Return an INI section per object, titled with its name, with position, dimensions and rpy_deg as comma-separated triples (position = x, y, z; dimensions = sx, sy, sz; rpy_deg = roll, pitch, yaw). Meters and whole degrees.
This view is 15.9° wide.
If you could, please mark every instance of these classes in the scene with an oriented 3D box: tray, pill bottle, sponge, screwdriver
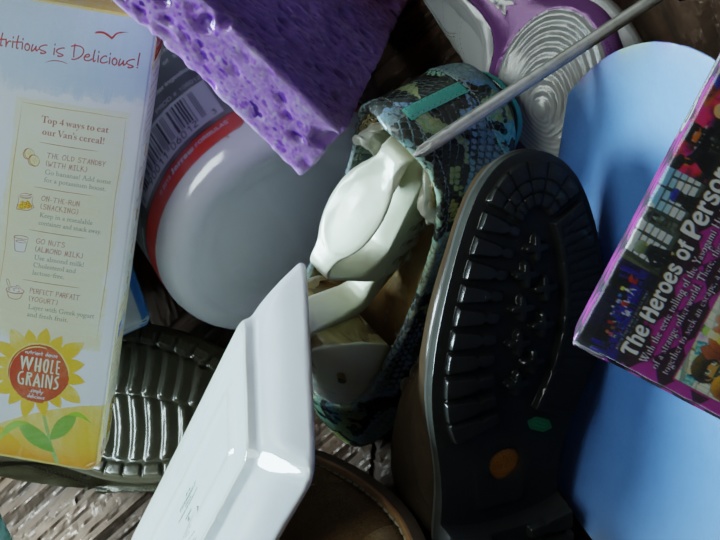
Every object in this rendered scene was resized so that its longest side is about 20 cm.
[tray]
position = -0.062, 0.096, 1.038
dimensions = 0.200, 0.022, 0.108
rpy_deg = 118, 156, -43
[pill bottle]
position = -0.072, -0.075, 1.154
dimensions = 0.116, 0.116, 0.200
rpy_deg = -53, 45, 19
[sponge]
position = -0.040, -0.117, 1.067
dimensions = 0.030, 0.112, 0.200
rpy_deg = -45, 9, 22
[screwdriver]
position = 0.104, -0.096, 0.969
dimensions = 0.200, 0.028, 0.029
rpy_deg = -35, 23, -11

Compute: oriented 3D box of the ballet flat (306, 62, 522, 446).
[ballet flat]
position = 0.000, 0.000, 1.038
dimensions = 0.074, 0.074, 0.200
rpy_deg = 60, 142, 40

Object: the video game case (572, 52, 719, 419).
[video game case]
position = 0.193, -0.024, 0.834
dimensions = 0.200, 0.181, 0.036
rpy_deg = -63, -2, 9

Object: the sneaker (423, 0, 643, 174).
[sneaker]
position = 0.075, -0.102, 1.047
dimensions = 0.075, 0.100, 0.200
rpy_deg = -39, 74, 21

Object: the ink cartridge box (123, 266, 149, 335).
[ink cartridge box]
position = -0.185, -0.040, 1.197
dimensions = 0.200, 0.085, 0.145
rpy_deg = 22, 134, 67

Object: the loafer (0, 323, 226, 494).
[loafer]
position = -0.121, 0.065, 1.197
dimensions = 0.200, 0.067, 0.076
rpy_deg = 1, 80, 31

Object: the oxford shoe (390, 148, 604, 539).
[oxford shoe]
position = 0.042, 0.043, 0.991
dimensions = 0.084, 0.073, 0.200
rpy_deg = 42, 130, 56

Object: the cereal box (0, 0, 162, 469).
[cereal box]
position = -0.163, -0.025, 1.068
dimensions = 0.040, 0.144, 0.200
rpy_deg = -77, -2, -72

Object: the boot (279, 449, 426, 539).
[boot]
position = -0.010, 0.137, 0.972
dimensions = 0.200, 0.075, 0.074
rpy_deg = 53, 137, 45

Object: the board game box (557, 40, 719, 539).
[board game box]
position = 0.123, 0.015, 0.953
dimensions = 0.158, 0.039, 0.200
rpy_deg = 39, 126, 55

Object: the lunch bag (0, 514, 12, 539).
[lunch bag]
position = -0.192, 0.200, 1.144
dimensions = 0.170, 0.122, 0.200
rpy_deg = 50, 126, 55
